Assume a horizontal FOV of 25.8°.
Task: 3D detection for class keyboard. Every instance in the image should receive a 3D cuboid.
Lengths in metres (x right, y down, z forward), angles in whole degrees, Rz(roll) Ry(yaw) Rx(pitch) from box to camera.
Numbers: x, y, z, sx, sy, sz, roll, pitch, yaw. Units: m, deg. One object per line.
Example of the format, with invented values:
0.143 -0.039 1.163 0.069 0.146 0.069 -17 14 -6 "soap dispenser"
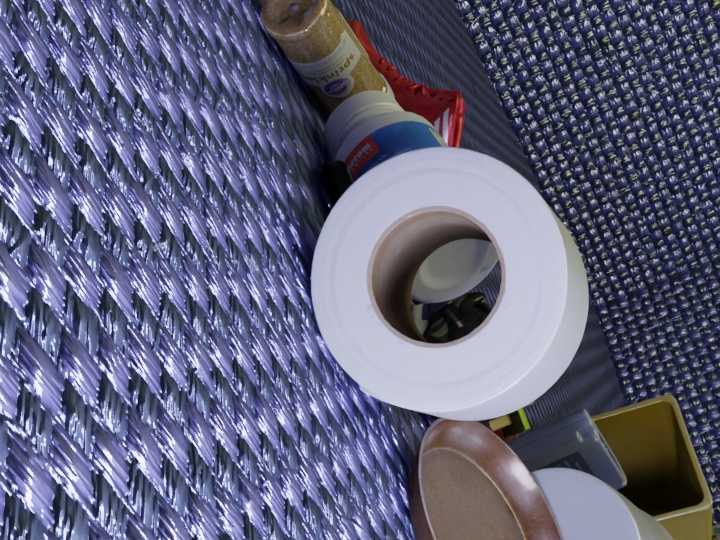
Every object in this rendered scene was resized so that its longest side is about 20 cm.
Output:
0.000 0.000 1.386 0.104 0.039 0.202 155 -88 -78 "keyboard"

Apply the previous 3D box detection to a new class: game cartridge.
0.198 0.211 1.633 0.041 0.132 0.200 65 7 30 "game cartridge"

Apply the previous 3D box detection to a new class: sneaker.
0.096 0.074 1.524 0.200 0.087 0.076 -89 155 -63 "sneaker"
0.054 -0.204 1.771 0.202 0.115 0.078 68 14 2 "sneaker"

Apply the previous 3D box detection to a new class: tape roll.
0.074 0.015 1.240 0.139 0.201 0.204 31 38 -73 "tape roll"

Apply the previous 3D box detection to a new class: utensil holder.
0.203 0.280 1.443 0.200 0.169 0.171 43 27 -62 "utensil holder"

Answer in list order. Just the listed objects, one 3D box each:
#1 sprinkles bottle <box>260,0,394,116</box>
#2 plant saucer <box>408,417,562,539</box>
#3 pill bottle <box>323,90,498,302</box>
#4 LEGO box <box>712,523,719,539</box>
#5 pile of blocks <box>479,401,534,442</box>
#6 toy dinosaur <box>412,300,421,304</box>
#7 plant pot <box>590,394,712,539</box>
-0.029 -0.202 1.507 0.200 0.068 0.069 49 22 -58 "sprinkles bottle"
0.102 0.217 1.291 0.200 0.034 0.201 37 36 -32 "plant saucer"
0.041 -0.074 1.435 0.200 0.112 0.112 56 1 41 "pill bottle"
0.703 0.602 3.148 0.077 0.198 0.150 -84 151 -66 "LEGO box"
0.157 0.161 1.669 0.200 0.081 0.063 11 57 -78 "pile of blocks"
0.042 -0.033 1.550 0.200 0.058 0.102 48 24 -60 "toy dinosaur"
0.368 0.326 2.132 0.195 0.194 0.201 -100 173 -46 "plant pot"
